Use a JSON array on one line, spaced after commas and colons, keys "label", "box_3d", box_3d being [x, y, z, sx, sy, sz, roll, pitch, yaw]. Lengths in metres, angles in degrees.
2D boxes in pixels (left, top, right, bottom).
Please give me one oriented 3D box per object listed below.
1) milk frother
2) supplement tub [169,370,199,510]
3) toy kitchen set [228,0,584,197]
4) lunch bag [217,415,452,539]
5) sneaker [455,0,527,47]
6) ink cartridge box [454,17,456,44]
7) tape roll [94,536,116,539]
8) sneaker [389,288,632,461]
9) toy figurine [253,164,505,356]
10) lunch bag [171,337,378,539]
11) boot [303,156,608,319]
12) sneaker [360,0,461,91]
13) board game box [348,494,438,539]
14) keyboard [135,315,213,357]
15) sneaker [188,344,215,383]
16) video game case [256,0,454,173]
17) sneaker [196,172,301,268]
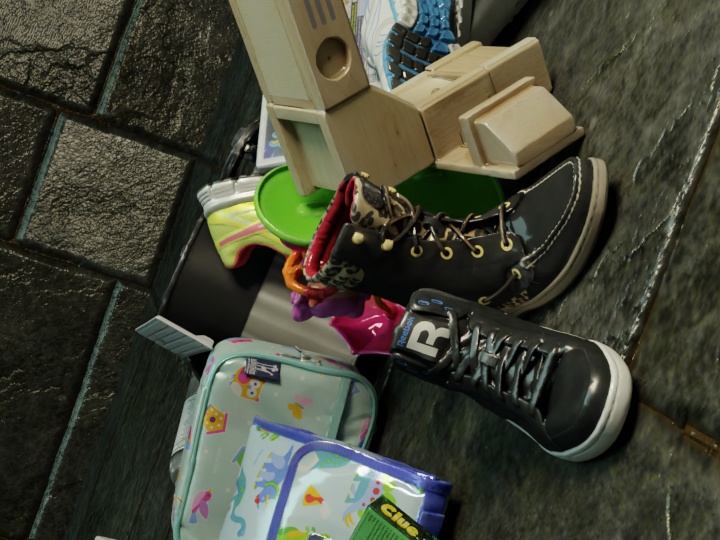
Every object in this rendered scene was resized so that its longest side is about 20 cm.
[{"label": "milk frother", "box_3d": [-0.065, -0.015, 1.253, 0.181, 0.188, 0.200, -76, 10, -63]}, {"label": "supplement tub", "box_3d": [-0.131, 0.169, 1.409, 0.123, 0.122, 0.200, 132, 153, -56]}, {"label": "toy kitchen set", "box_3d": [0.050, -0.161, 0.941, 0.200, 0.181, 0.163, -33, 27, -27]}, {"label": "lunch bag", "box_3d": [-0.022, 0.213, 0.983, 0.200, 0.127, 0.170, 11, 82, 55]}, {"label": "sneaker", "box_3d": [0.120, -0.248, 1.131, 0.200, 0.080, 0.076, 94, 172, -66]}, {"label": "ink cartridge box", "box_3d": [0.049, -0.246, 1.345, 0.200, 0.083, 0.146, 157, 130, -71]}, {"label": "tape roll", "box_3d": [-0.153, 0.323, 1.142, 0.203, 0.203, 0.139, 158, 130, -71]}, {"label": "sneaker", "box_3d": [0.077, 0.059, 0.810, 0.200, 0.112, 0.073, -159, 87, -75]}, {"label": "toy figurine", "box_3d": [0.000, 0.000, 1.079, 0.184, 0.200, 0.150, 106, 150, -49]}, {"label": "lunch bag", "box_3d": [-0.071, 0.161, 1.143, 0.077, 0.160, 0.200, -140, 64, -80]}, {"label": "boot", "box_3d": [0.061, -0.025, 0.894, 0.200, 0.150, 0.073, 131, 152, -53]}, {"label": "sneaker", "box_3d": [0.036, -0.187, 1.131, 0.087, 0.075, 0.200, -48, 29, 42]}, {"label": "board game box", "box_3d": [0.009, 0.250, 0.859, 0.023, 0.105, 0.200, -22, -35, -55]}, {"label": "keyboard", "box_3d": [-0.175, 0.063, 1.230, 0.011, 0.056, 0.200, -68, 11, -11]}, {"label": "sneaker", "box_3d": [-0.097, 0.126, 1.278, 0.200, 0.091, 0.076, 20, 69, 41]}, {"label": "video game case", "box_3d": [-0.003, -0.188, 1.209, 0.023, 0.182, 0.200, 47, -140, -56]}, {"label": "sneaker", "box_3d": [-0.040, -0.046, 1.162, 0.078, 0.200, 0.090, -2, -97, -76]}]
